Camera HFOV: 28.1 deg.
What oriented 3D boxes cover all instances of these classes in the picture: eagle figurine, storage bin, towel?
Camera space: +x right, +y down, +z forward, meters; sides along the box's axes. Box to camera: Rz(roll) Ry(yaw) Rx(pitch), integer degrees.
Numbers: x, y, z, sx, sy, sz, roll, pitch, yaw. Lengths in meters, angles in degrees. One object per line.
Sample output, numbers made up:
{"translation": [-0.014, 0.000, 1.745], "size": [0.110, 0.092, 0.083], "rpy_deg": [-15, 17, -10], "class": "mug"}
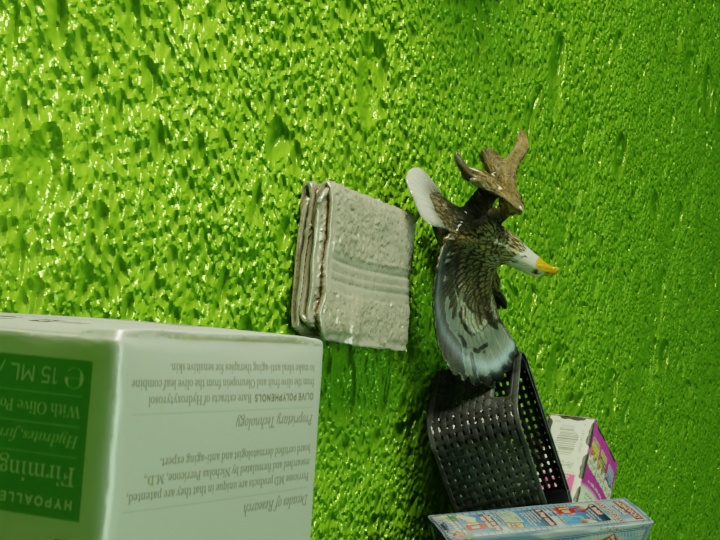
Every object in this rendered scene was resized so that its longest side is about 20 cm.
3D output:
{"translation": [0.111, -0.009, 1.353], "size": [0.152, 0.151, 0.200], "rpy_deg": [-22, 143, -39], "class": "eagle figurine"}
{"translation": [0.142, 0.199, 1.423], "size": [0.135, 0.094, 0.200], "rpy_deg": [-71, 143, -64], "class": "storage bin"}
{"translation": [0.000, 0.000, 1.245], "size": [0.200, 0.034, 0.133], "rpy_deg": [13, 82, -64], "class": "towel"}

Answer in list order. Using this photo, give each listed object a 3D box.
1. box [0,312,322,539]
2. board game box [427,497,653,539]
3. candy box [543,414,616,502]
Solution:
{"translation": [-0.153, 0.111, 0.759], "size": [0.200, 0.199, 0.172], "rpy_deg": [7, 87, -62], "class": "box"}
{"translation": [0.179, 0.298, 1.342], "size": [0.062, 0.199, 0.200], "rpy_deg": [-139, -144, -67], "class": "board game box"}
{"translation": [0.251, 0.294, 1.738], "size": [0.136, 0.061, 0.200], "rpy_deg": [57, 43, -51], "class": "candy box"}
